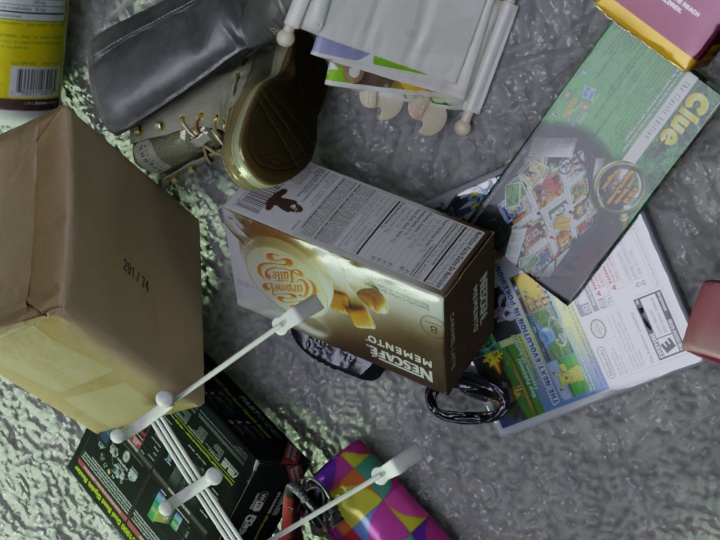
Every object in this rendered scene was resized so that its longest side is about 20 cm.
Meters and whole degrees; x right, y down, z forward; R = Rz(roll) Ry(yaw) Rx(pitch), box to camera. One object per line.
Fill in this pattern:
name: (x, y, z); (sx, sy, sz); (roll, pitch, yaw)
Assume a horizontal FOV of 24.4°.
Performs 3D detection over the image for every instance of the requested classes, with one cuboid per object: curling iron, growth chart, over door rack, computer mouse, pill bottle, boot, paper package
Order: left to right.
pill bottle: (-0.297, -0.226, 1.388); (0.109, 0.109, 0.201); (11, 102, 18)
paper package: (-0.214, 0.005, 1.303); (0.103, 0.200, 0.191); (-17, 57, 21)
boot: (-0.125, -0.215, 1.319); (0.200, 0.073, 0.182); (-27, 46, 29)
boot: (-0.113, -0.106, 1.302); (0.154, 0.200, 0.072); (-20, 118, 23)
over door rack: (-0.078, 0.131, 1.237); (0.200, 0.067, 0.148); (-34, 88, 22)
curling iron: (-0.051, 0.227, 1.347); (0.050, 0.026, 0.200); (42, 146, 19)
computer mouse: (0.032, 0.073, 1.356); (0.200, 0.034, 0.059); (26, 99, 18)
growth chart: (0.032, -0.186, 1.260); (0.145, 0.200, 0.018); (-62, 33, 12)

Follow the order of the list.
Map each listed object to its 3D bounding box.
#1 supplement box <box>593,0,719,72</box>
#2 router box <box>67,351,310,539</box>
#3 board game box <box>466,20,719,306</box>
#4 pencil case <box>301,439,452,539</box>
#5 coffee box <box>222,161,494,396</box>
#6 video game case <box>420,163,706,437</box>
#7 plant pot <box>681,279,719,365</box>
supplement box: (0.265, -0.246, 1.180); (0.086, 0.110, 0.200); (38, 109, 10)
router box: (-0.146, 0.162, 1.380); (0.200, 0.062, 0.150); (43, 113, 38)
board game box: (0.177, -0.082, 1.264); (0.105, 0.023, 0.200); (40, 110, 11)
pencil case: (0.028, 0.233, 1.362); (0.200, 0.088, 0.088); (45, 110, 8)
coffee box: (0.000, 0.000, 1.296); (0.200, 0.080, 0.115); (23, 143, 23)
video game case: (0.152, 0.010, 1.313); (0.182, 0.022, 0.201); (-23, 91, 22)
plant pot: (0.347, 0.005, 1.161); (0.199, 0.200, 0.180); (21, 90, 16)
